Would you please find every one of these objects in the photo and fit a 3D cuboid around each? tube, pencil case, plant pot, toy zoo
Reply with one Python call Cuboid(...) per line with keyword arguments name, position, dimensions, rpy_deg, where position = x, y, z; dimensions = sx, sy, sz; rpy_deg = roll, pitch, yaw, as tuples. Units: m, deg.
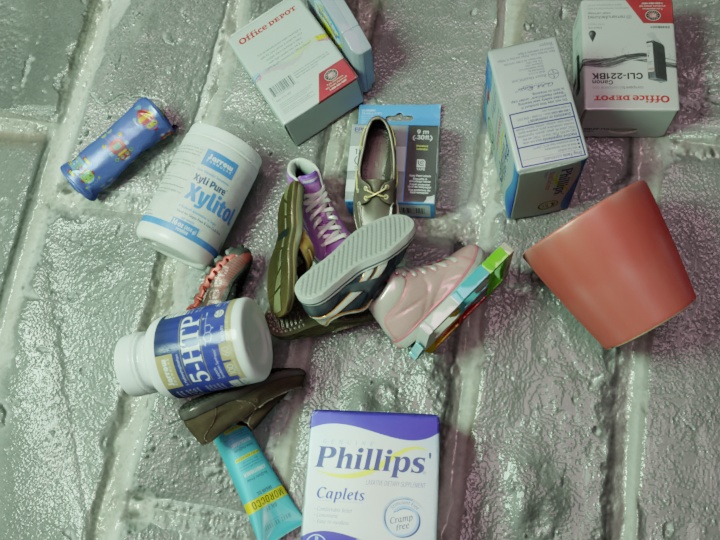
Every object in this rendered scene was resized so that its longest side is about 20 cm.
Cuboid(name="tube", position=(-0.159, 0.296, 1.067), dimensions=(0.077, 0.050, 0.201), rpy_deg=(-23, 71, -29))
Cuboid(name="pencil case", position=(-0.407, -0.206, 1.235), dimensions=(0.200, 0.087, 0.078), rpy_deg=(-42, 109, -6))
Cuboid(name="plant pot", position=(0.359, 0.000, 1.029), dimensions=(0.200, 0.200, 0.178), rpy_deg=(-30, 80, -3))
Cuboid(name="toy zoo", position=(0.142, 0.054, 1.060), dimensions=(0.200, 0.131, 0.020), rpy_deg=(-44, 73, -7))

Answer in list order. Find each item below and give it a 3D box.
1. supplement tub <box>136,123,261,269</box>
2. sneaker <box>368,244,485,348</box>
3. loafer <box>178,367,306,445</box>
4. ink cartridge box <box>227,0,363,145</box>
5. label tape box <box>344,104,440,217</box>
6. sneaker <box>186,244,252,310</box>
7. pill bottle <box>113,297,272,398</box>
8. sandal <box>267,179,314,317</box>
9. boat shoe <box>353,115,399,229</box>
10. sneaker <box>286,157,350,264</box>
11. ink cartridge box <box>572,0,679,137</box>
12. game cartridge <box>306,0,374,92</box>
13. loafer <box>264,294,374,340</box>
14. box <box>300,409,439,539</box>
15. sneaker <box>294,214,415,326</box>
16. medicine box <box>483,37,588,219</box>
Cuboid(name="supplement tub", position=(-0.254, -0.115, 1.161), dimensions=(0.131, 0.132, 0.201), rpy_deg=(21, 78, 13))
Cuboid(name="sneaker", position=(0.093, 0.011, 1.088), dimensions=(0.200, 0.075, 0.105), rpy_deg=(-46, 100, -11))
Cuboid(name="loafer", position=(-0.165, 0.195, 1.065), dimensions=(0.199, 0.073, 0.071), rpy_deg=(-19, 94, -30))
Cuboid(name="ink cartridge box", position=(-0.108, -0.338, 1.234), dimensions=(0.145, 0.083, 0.201), rpy_deg=(-33, 71, -1))
Cuboid(name="label tape box", position=(0.055, -0.190, 1.180), dimensions=(0.142, 0.066, 0.201), rpy_deg=(3, 75, 8))
Cuboid(name="sneaker", position=(-0.217, 0.058, 1.136), dimensions=(0.098, 0.071, 0.201), rpy_deg=(32, 81, 15))
Cuboid(name="pill bottle", position=(-0.236, 0.116, 1.033), dimensions=(0.199, 0.120, 0.120), rpy_deg=(-14, 72, 12))
Cuboid(name="sandal", position=(-0.094, -0.031, 1.065), dimensions=(0.054, 0.080, 0.201), rpy_deg=(12, 76, -26))
Cuboid(name="boat shoe", position=(0.024, -0.131, 1.100), dimensions=(0.071, 0.060, 0.201), rpy_deg=(3, 81, 7))
Cuboid(name="sneaker", position=(-0.065, -0.087, 1.116), dimensions=(0.072, 0.115, 0.201), rpy_deg=(-26, 59, -12))
Cuboid(name="ink cartridge box", position=(0.418, -0.321, 1.165), dimensions=(0.143, 0.084, 0.201), rpy_deg=(2, 74, 7))
Cuboid(name="game cartridge", position=(-0.039, -0.409, 1.223), dimensions=(0.040, 0.133, 0.201), rpy_deg=(-28, 71, -9))
Cuboid(name="loafer", position=(-0.051, 0.058, 1.120), dimensions=(0.199, 0.067, 0.077), rpy_deg=(-11, 75, -13))
Cuboid(name="box", position=(0.017, 0.300, 1.015), dimensions=(0.183, 0.105, 0.201), rpy_deg=(1, 73, 7))
Cuboid(name="sneaker", position=(0.000, 0.000, 1.051), dimensions=(0.199, 0.080, 0.078), rpy_deg=(-35, 43, -12))
Cuboid(name="medicine box", position=(0.256, -0.207, 1.099), dimensions=(0.102, 0.182, 0.201), rpy_deg=(-10, 72, 4))
